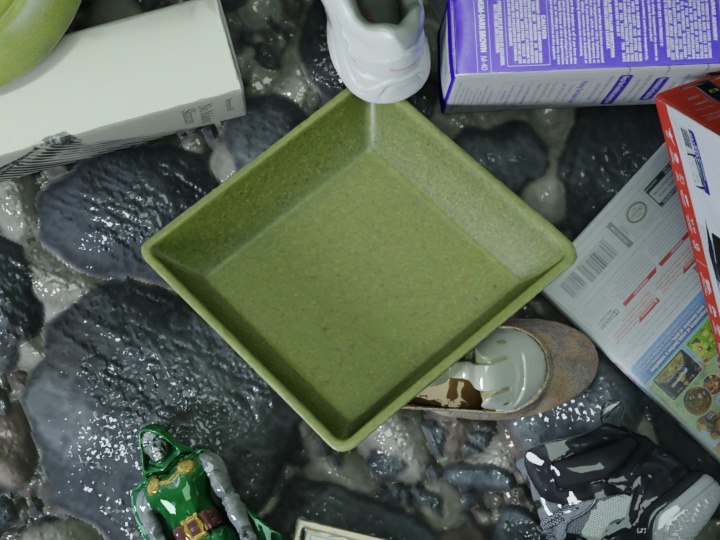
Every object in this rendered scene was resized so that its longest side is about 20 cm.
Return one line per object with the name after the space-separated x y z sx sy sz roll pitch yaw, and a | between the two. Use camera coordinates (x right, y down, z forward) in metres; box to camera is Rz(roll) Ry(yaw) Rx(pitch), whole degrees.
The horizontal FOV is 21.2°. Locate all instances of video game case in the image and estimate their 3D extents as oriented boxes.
0.234 0.027 1.266 0.200 0.018 0.143 43 84 3 | video game case

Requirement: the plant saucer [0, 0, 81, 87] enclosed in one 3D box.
-0.263 -0.204 1.174 0.199 0.031 0.201 0 92 9 | plant saucer

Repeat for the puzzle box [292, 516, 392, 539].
0.000 0.269 1.230 0.132 0.025 0.201 12 84 0 | puzzle box

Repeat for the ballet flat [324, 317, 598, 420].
0.057 0.066 1.231 0.199 0.067 0.069 -3 93 -2 | ballet flat

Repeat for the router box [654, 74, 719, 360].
0.244 -0.003 1.140 0.049 0.180 0.201 -18 107 -4 | router box

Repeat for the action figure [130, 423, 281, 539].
-0.091 0.184 1.213 0.118 0.055 0.201 -31 71 2 | action figure

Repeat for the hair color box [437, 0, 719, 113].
0.152 -0.145 1.235 0.199 0.109 0.065 -1 83 -2 | hair color box

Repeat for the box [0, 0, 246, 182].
-0.176 -0.112 1.236 0.199 0.082 0.069 -15 84 -2 | box

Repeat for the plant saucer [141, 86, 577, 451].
0.000 0.000 1.208 0.200 0.048 0.200 -39 62 -17 | plant saucer

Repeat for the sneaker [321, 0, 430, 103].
-0.008 -0.212 1.232 0.078 0.099 0.201 -28 76 -18 | sneaker

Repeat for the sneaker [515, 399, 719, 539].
0.126 0.176 1.223 0.200 0.075 0.114 -45 79 -3 | sneaker
